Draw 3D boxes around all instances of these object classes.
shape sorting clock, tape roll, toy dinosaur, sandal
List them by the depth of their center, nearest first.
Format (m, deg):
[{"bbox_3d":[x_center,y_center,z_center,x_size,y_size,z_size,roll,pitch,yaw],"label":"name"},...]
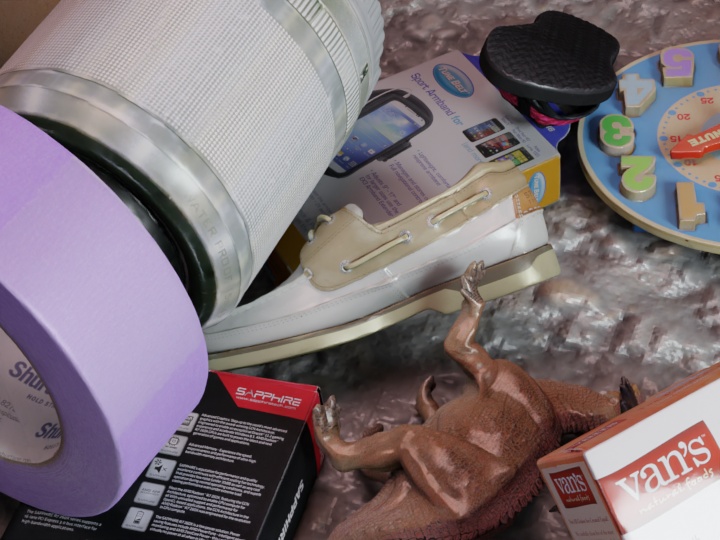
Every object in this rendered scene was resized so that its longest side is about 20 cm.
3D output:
[{"bbox_3d":[-0.165,0.016,0.733,0.199,0.201,0.066,22,53,25],"label":"tape roll"},{"bbox_3d":[0.062,0.092,0.789,0.200,0.086,0.135,-39,60,-21],"label":"toy dinosaur"},{"bbox_3d":[0.225,-0.077,0.964,0.197,0.039,0.201,-3,46,3],"label":"shape sorting clock"},{"bbox_3d":[0.112,-0.113,0.969,0.075,0.045,0.200,28,20,8],"label":"sandal"}]

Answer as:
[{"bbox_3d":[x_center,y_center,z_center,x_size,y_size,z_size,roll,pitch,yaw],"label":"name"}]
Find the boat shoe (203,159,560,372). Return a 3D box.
[{"bbox_3d":[0.000,0.000,0.864,0.198,0.075,0.069,-18,90,-2],"label":"boat shoe"}]

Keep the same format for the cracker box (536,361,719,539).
[{"bbox_3d":[0.176,0.136,0.671,0.133,0.058,0.202,-25,87,-18],"label":"cracker box"}]

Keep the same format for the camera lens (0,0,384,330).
[{"bbox_3d":[-0.093,-0.080,0.842,0.159,0.161,0.201,17,53,21],"label":"camera lens"}]

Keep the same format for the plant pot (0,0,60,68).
[{"bbox_3d":[-0.177,-0.168,1.015,0.187,0.188,0.200,-34,67,-25],"label":"plant pot"}]

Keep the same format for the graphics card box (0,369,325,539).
[{"bbox_3d":[-0.102,0.134,0.783,0.124,0.051,0.201,8,46,15],"label":"graphics card box"}]

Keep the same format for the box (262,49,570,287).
[{"bbox_3d":[0.022,-0.059,0.969,0.198,0.042,0.119,-22,48,-19],"label":"box"}]
